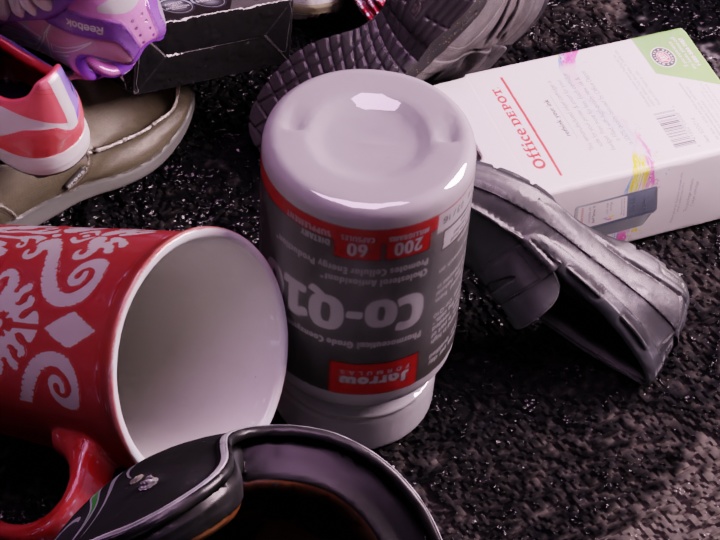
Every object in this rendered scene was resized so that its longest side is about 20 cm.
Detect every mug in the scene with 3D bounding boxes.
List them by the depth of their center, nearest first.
[{"bbox_3d":[-0.168,0.045,1.080,0.199,0.134,0.177,7,33,38],"label":"mug"}]

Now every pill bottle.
[{"bbox_3d":[0.000,0.000,1.121,0.113,0.201,0.114,2,46,-2],"label":"pill bottle"}]

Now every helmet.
[{"bbox_3d":[-0.060,0.169,0.960,0.199,0.201,0.191,21,15,16],"label":"helmet"}]

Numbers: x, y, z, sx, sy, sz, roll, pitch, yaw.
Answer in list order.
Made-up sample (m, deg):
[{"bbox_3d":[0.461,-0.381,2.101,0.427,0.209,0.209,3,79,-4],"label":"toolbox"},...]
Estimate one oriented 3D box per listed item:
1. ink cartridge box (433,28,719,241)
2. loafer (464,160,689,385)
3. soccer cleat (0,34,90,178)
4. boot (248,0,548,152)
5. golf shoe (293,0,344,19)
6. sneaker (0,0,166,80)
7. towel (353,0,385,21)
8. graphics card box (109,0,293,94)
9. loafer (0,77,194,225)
[{"bbox_3d":[0.135,-0.075,1.293,0.199,0.068,0.117,-13,49,-16],"label":"ink cartridge box"},{"bbox_3d":[0.100,-0.001,1.182,0.200,0.068,0.071,29,64,-15],"label":"loafer"},{"bbox_3d":[-0.247,-0.125,1.224,0.199,0.073,0.068,27,55,22],"label":"soccer cleat"},{"bbox_3d":[0.031,-0.130,1.331,0.070,0.199,0.131,61,21,14],"label":"boot"},{"bbox_3d":[-0.062,-0.258,1.445,0.072,0.092,0.201,-13,49,-16],"label":"golf shoe"},{"bbox_3d":[-0.175,-0.151,1.230,0.081,0.089,0.200,-46,20,-21],"label":"sneaker"},{"bbox_3d":[0.021,-0.253,1.426,0.144,0.022,0.201,-32,84,-36],"label":"towel"},{"bbox_3d":[-0.150,-0.180,1.350,0.125,0.051,0.200,-15,35,-35],"label":"graphics card box"},{"bbox_3d":[-0.183,-0.086,1.285,0.075,0.070,0.200,34,53,27],"label":"loafer"}]
